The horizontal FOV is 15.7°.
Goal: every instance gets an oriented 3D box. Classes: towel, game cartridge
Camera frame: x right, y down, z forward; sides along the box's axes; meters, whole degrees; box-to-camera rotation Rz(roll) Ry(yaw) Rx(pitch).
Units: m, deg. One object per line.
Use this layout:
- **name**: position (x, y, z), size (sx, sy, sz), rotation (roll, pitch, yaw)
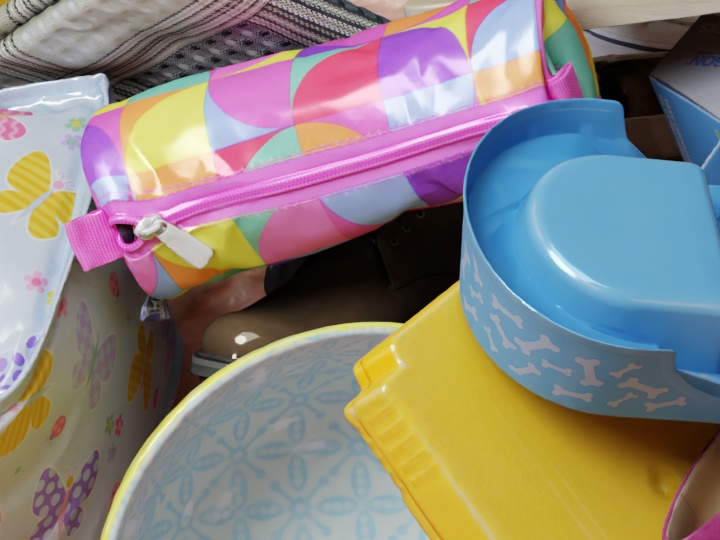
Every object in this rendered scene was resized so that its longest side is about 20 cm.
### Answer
- **towel**: position (-0.069, -0.068, 1.084), size (0.200, 0.192, 0.035), rotation (-21, 59, 43)
- **game cartridge**: position (0.097, 0.081, 0.925), size (0.200, 0.032, 0.176), rotation (53, 41, 1)

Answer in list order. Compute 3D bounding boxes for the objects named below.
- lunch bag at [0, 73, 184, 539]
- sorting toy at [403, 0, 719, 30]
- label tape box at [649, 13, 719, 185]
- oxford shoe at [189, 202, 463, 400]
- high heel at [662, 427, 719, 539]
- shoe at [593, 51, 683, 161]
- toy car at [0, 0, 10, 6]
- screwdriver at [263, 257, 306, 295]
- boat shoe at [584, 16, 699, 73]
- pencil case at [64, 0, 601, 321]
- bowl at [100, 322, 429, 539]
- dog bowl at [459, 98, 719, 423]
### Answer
- **lunch bag**: position (-0.151, 0.047, 1.038), size (0.127, 0.170, 0.200), rotation (-2, 49, 9)
- **sorting toy**: position (0.134, -0.165, 1.058), size (0.199, 0.070, 0.199), rotation (-5, 23, 23)
- **label tape box**: position (0.182, -0.044, 1.081), size (0.063, 0.144, 0.200), rotation (9, 46, 43)
- **oxford shoe**: position (0.000, 0.000, 1.064), size (0.073, 0.085, 0.200), rotation (11, 21, 34)
- **high heel**: position (0.153, 0.037, 0.924), size (0.067, 0.096, 0.200), rotation (-21, 45, 36)
- **shoe**: position (0.123, -0.077, 1.189), size (0.199, 0.053, 0.070), rotation (-1, 48, 8)
- **toy car**: position (-0.136, -0.140, 1.221), size (0.200, 0.150, 0.176), rotation (0, 74, 46)
- **screwdriver**: position (-0.010, -0.037, 1.082), size (0.028, 0.200, 0.029), rotation (29, 60, 2)
- **boat shoe**: position (0.110, -0.163, 1.246), size (0.202, 0.086, 0.075), rotation (31, 59, 31)
- **pencil case**: position (-0.008, -0.047, 0.981), size (0.199, 0.088, 0.089), rotation (-18, 46, 14)
- **bowl**: position (-0.006, 0.117, 0.981), size (0.200, 0.201, 0.108), rotation (-21, 5, -10)
- **dog bowl**: position (0.125, 0.002, 0.894), size (0.199, 0.050, 0.112), rotation (5, 49, -14)
